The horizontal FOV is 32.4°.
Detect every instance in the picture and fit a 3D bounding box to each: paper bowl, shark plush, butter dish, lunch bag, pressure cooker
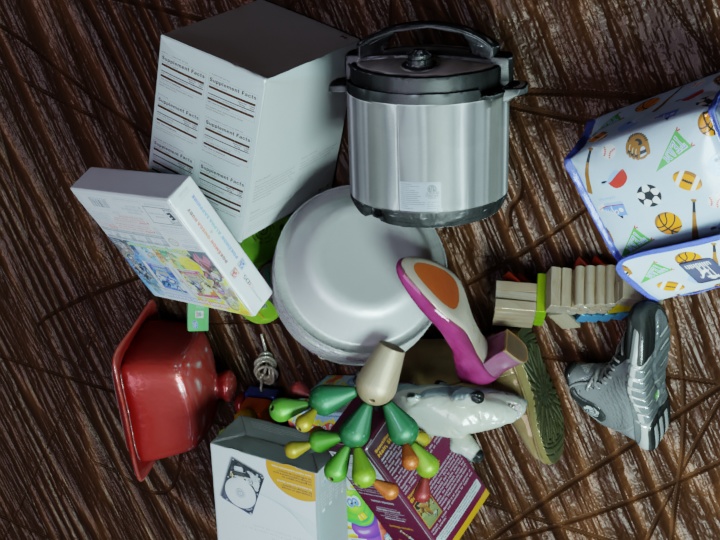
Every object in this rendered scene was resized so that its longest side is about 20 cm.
[{"bbox_3d":[0.000,0.000,1.401,0.201,0.201,0.104,46,163,7],"label":"paper bowl"},{"bbox_3d":[0.086,0.156,1.420,0.199,0.083,0.091,-1,115,31],"label":"shark plush"},{"bbox_3d":[-0.241,0.159,1.686,0.147,0.200,0.201,-2,112,9],"label":"butter dish"},{"bbox_3d":[0.323,-0.068,1.219,0.170,0.124,0.200,-16,112,38],"label":"lunch bag"},{"bbox_3d":[0.073,-0.161,1.297,0.179,0.175,0.201,30,129,54],"label":"pressure cooker"}]

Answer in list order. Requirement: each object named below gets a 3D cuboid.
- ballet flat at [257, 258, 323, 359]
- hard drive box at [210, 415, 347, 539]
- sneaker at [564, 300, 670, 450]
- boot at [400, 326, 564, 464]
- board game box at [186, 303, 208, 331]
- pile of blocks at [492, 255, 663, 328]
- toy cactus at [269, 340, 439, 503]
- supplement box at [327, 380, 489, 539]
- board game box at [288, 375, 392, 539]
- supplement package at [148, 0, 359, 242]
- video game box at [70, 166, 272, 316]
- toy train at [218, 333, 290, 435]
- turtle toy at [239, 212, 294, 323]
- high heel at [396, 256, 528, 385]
[{"bbox_3d":[-0.053,0.063,1.503,0.069,0.071,0.200,-34,126,16],"label":"ballet flat"},{"bbox_3d":[-0.100,0.300,1.562,0.155,0.077,0.201,11,118,25],"label":"hard drive box"},{"bbox_3d":[0.273,0.107,1.351,0.115,0.075,0.200,17,134,33],"label":"sneaker"},{"bbox_3d":[0.135,0.155,1.490,0.200,0.066,0.176,-13,92,37],"label":"boot"},{"bbox_3d":[-0.208,-0.042,1.581,0.029,0.135,0.201,0,119,-10],"label":"board game box"},{"bbox_3d":[0.237,0.021,1.367,0.199,0.082,0.062,-5,66,26],"label":"pile of blocks"},{"bbox_3d":[0.007,0.158,1.358,0.199,0.102,0.165,24,99,6],"label":"toy cactus"},{"bbox_3d":[0.056,0.240,1.505,0.086,0.110,0.200,-2,130,48],"label":"supplement box"},{"bbox_3d":[-0.005,0.248,1.596,0.103,0.105,0.201,-2,111,35],"label":"board game box"},{"bbox_3d":[-0.125,-0.176,1.416,0.147,0.191,0.201,26,124,22],"label":"supplement package"},{"bbox_3d":[-0.216,-0.035,1.413,0.200,0.047,0.182,10,140,45],"label":"video game box"},{"bbox_3d":[-0.150,0.199,1.659,0.084,0.116,0.201,4,114,28],"label":"toy train"},{"bbox_3d":[-0.124,-0.007,1.547,0.145,0.101,0.201,-2,129,-8],"label":"turtle toy"},{"bbox_3d":[0.088,0.063,1.367,0.096,0.068,0.200,-29,119,38],"label":"high heel"}]
